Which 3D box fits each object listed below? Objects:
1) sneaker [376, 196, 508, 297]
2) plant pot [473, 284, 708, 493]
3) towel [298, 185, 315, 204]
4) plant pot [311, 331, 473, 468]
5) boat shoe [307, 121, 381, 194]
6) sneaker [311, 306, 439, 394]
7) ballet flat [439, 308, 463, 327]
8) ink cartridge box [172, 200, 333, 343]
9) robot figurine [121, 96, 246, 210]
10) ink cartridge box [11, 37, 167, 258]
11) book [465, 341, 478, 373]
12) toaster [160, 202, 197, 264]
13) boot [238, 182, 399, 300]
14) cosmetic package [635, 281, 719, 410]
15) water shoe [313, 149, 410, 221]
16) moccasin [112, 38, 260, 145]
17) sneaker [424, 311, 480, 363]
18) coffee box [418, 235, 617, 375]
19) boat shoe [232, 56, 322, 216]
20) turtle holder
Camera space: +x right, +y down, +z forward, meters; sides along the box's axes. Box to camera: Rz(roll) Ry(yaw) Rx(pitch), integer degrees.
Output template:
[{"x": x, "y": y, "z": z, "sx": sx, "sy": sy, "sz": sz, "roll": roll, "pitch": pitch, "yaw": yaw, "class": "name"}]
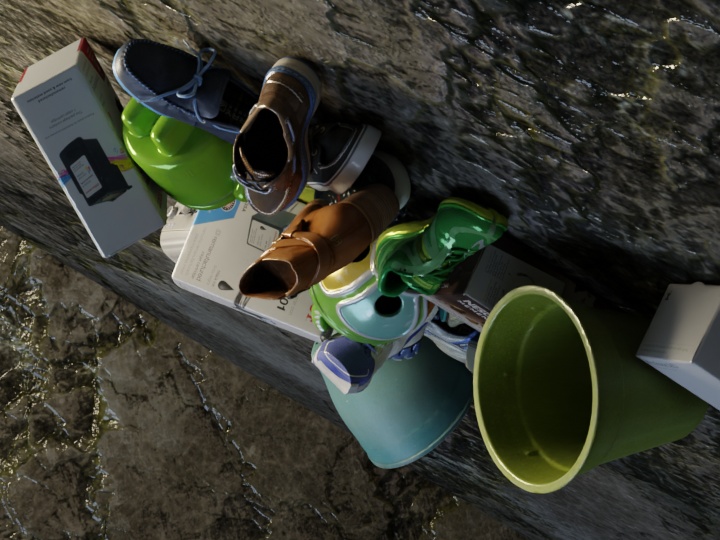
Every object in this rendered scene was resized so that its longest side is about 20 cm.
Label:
[{"x": 0.084, "y": -0.017, "z": 1.562, "sx": 0.073, "sy": 0.085, "sz": 0.199, "roll": 21, "pitch": 155, "yaw": -26, "class": "sneaker"}, {"x": 0.246, "y": 0.116, "z": 1.529, "sx": 0.188, "sy": 0.203, "sz": 0.199, "roll": 0, "pitch": -176, "yaw": -31, "class": "plant pot"}, {"x": -0.060, "y": -0.094, "z": 1.791, "sx": 0.198, "sy": 0.018, "sz": 0.086, "roll": 19, "pitch": 171, "yaw": 32, "class": "towel"}, {"x": 0.035, "y": 0.146, "z": 2.192, "sx": 0.188, "sy": 0.200, "sz": 0.199, "roll": 49, "pitch": 160, "yaw": -21, "class": "plant pot"}, {"x": -0.035, "y": -0.117, "z": 1.514, "sx": 0.056, "sy": 0.069, "sz": 0.200, "roll": 31, "pitch": 170, "yaw": -13, "class": "boat shoe"}, {"x": 0.029, "y": 0.061, "z": 1.824, "sx": 0.080, "sy": 0.116, "sz": 0.199, "roll": 40, "pitch": -145, "yaw": 17, "class": "sneaker"}, {"x": 0.124, "y": 0.021, "z": 1.784, "sx": 0.061, "sy": 0.068, "sz": 0.200, "roll": -3, "pitch": 169, "yaw": 2, "class": "ballet flat"}, {"x": -0.108, "y": -0.016, "z": 1.846, "sx": 0.198, "sy": 0.148, "sz": 0.086, "roll": 21, "pitch": 173, "yaw": 7, "class": "ink cartridge box"}, {"x": -0.182, "y": -0.138, "z": 1.632, "sx": 0.174, "sy": 0.116, "sz": 0.200, "roll": 29, "pitch": 170, "yaw": 24, "class": "robot figurine"}, {"x": -0.291, "y": -0.136, "z": 1.661, "sx": 0.202, "sy": 0.082, "sz": 0.146, "roll": 62, "pitch": -177, "yaw": -21, "class": "ink cartridge box"}, {"x": 0.205, "y": 0.116, "z": 1.826, "sx": 0.132, "sy": 0.049, "sz": 0.200, "roll": 6, "pitch": 180, "yaw": -4, "class": "book"}, {"x": -0.167, "y": -0.032, "z": 2.049, "sx": 0.199, "sy": 0.115, "sz": 0.129, "roll": 34, "pitch": 164, "yaw": -19, "class": "toaster"}, {"x": -0.065, "y": -0.012, "z": 1.490, "sx": 0.074, "sy": 0.154, "sz": 0.200, "roll": 53, "pitch": 142, "yaw": -1, "class": "boot"}, {"x": 0.375, "y": 0.096, "z": 1.434, "sx": 0.199, "sy": 0.086, "sz": 0.107, "roll": 31, "pitch": 171, "yaw": -16, "class": "cosmetic package"}, {"x": 0.019, "y": -0.084, "z": 1.578, "sx": 0.078, "sy": 0.073, "sz": 0.199, "roll": 2, "pitch": 177, "yaw": -25, "class": "water shoe"}, {"x": -0.147, "y": -0.180, "z": 1.510, "sx": 0.198, "sy": 0.082, "sz": 0.068, "roll": 21, "pitch": 165, "yaw": -26, "class": "moccasin"}, {"x": 0.082, "y": 0.047, "z": 1.954, "sx": 0.198, "sy": 0.078, "sz": 0.085, "roll": 19, "pitch": 157, "yaw": 6, "class": "sneaker"}, {"x": 0.177, "y": 0.038, "z": 1.644, "sx": 0.199, "sy": 0.081, "sz": 0.113, "roll": 32, "pitch": 168, "yaw": -21, "class": "coffee box"}, {"x": -0.091, "y": -0.115, "z": 1.454, "sx": 0.072, "sy": 0.073, "sz": 0.201, "roll": 27, "pitch": 143, "yaw": 12, "class": "boat shoe"}, {"x": 0.009, "y": -0.005, "z": 1.712, "sx": 0.186, "sy": 0.141, "sz": 0.131, "roll": 46, "pitch": 152, "yaw": -8, "class": "turtle holder"}]
